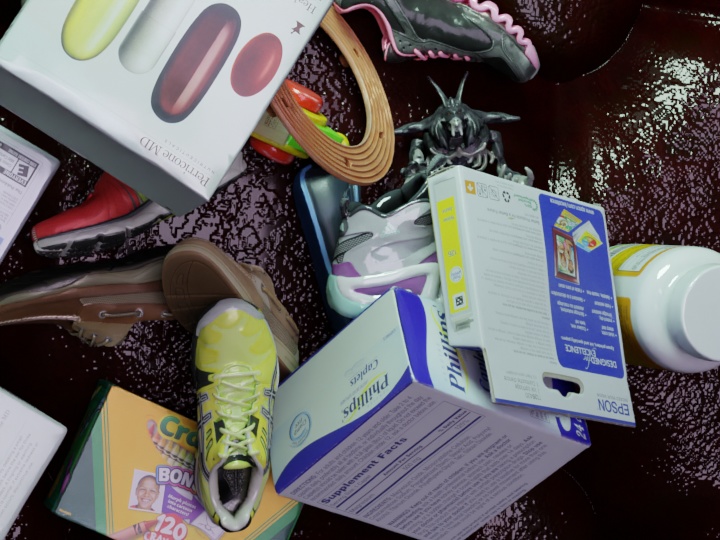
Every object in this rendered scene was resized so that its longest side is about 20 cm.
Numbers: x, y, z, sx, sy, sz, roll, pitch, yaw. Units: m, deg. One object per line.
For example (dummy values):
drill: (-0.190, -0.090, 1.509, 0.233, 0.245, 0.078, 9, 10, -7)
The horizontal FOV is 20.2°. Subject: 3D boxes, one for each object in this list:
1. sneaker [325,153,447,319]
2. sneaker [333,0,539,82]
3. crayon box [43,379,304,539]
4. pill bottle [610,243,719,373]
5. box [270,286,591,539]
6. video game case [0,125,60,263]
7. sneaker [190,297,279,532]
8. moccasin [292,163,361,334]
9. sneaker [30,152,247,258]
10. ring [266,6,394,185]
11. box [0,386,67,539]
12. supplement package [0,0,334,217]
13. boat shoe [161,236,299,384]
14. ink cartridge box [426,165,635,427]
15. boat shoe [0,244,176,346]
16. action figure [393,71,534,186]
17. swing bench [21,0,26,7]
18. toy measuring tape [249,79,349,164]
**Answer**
sneaker: (0.072, -0.028, 1.695, 0.200, 0.078, 0.140, 1, 100, -25)
sneaker: (0.062, -0.213, 1.777, 0.200, 0.079, 0.095, 33, 86, -8)
crayon box: (-0.154, 0.187, 1.721, 0.200, 0.058, 0.119, 25, 84, -17)
pill bottle: (0.275, 0.033, 1.782, 0.111, 0.200, 0.111, -1, 92, -18)
box: (0.053, 0.127, 1.690, 0.200, 0.184, 0.105, 22, 41, -34)
video game case: (-0.377, -0.062, 1.647, 0.200, 0.022, 0.182, 31, 82, -8)
sneaker: (-0.097, 0.119, 1.639, 0.075, 0.076, 0.200, -6, 112, -12)
moccasin: (0.000, 0.000, 1.754, 0.068, 0.080, 0.200, -17, 97, -14)
sneaker: (-0.196, -0.074, 1.703, 0.200, 0.077, 0.085, -28, 89, -22)
ring: (-0.038, -0.160, 1.706, 0.019, 0.200, 0.200, -27, 103, 27)
box: (-0.354, 0.114, 1.606, 0.200, 0.152, 0.106, 32, 83, -15)
supplement package: (-0.153, -0.178, 1.523, 0.191, 0.147, 0.200, 32, 80, -10)
boat shoe: (-0.107, 0.026, 1.691, 0.200, 0.071, 0.065, 60, 34, -49)
ink cartridge box: (0.143, 0.028, 1.668, 0.198, 0.047, 0.200, 14, 66, -46)
boat shoe: (-0.214, 0.029, 1.691, 0.200, 0.076, 0.074, -11, 100, -17)
action figure: (0.093, -0.074, 1.773, 0.119, 0.102, 0.200, -8, 96, -6)
swing bench: (-0.215, -0.274, 1.656, 0.200, 0.130, 0.199, -9, 94, -22)
toy measuring tape: (-0.095, -0.142, 1.717, 0.200, 0.074, 0.074, 24, 84, -28)
